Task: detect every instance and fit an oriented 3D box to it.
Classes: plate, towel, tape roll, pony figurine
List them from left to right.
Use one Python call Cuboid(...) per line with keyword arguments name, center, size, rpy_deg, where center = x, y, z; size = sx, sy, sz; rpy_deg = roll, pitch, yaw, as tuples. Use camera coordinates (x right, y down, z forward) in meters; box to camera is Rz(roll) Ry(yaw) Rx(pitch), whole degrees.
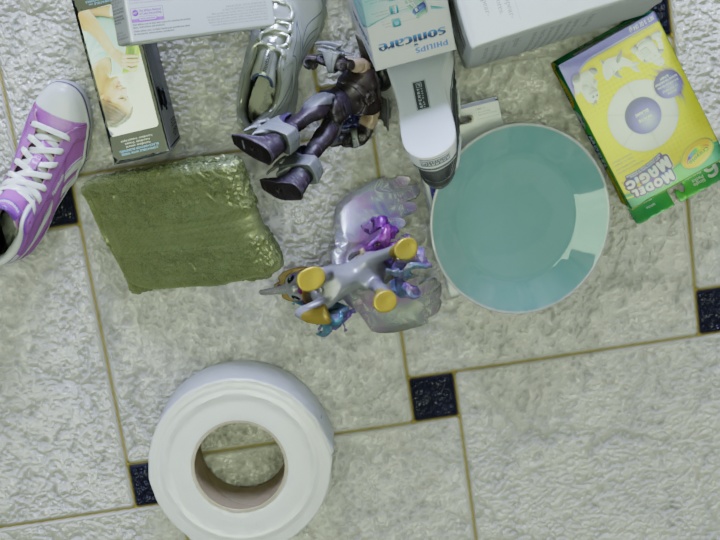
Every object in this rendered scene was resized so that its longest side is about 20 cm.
Cuboid(name="towel", center=(-0.186, -0.048, 1.321), size=(0.199, 0.037, 0.149), rpy_deg=(-7, 120, 26))
Cuboid(name="tape roll", center=(-0.129, 0.203, 1.401), size=(0.201, 0.071, 0.204), rpy_deg=(0, 102, -1))
Cuboid(name="pony figurine", center=(0.000, 0.000, 1.314), size=(0.192, 0.200, 0.168), rpy_deg=(-18, 96, -13))
Cuboid(name="plate", center=(0.165, -0.055, 1.332), size=(0.199, 0.026, 0.202), rpy_deg=(-3, 101, -13))

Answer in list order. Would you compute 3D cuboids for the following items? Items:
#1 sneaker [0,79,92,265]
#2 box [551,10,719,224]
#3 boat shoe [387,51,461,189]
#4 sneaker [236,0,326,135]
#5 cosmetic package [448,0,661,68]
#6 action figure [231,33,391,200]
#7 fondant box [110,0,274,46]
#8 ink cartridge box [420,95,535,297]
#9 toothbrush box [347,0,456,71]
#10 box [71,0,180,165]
Cuboid(name="sneaker", center=(-0.333, -0.096, 1.307), size=(0.072, 0.114, 0.202), rpy_deg=(20, 100, -4))
Cuboid(name="box", center=(0.297, -0.156, 1.340), size=(0.117, 0.048, 0.201), rpy_deg=(-29, 103, 5))
Cuboid(name="boat shoe", center=(0.070, -0.173, 1.288), size=(0.071, 0.201, 0.068), rpy_deg=(-12, 146, 7))
Cuboid(name="sneaker", center=(-0.082, -0.227, 1.295), size=(0.074, 0.087, 0.201), rpy_deg=(11, 101, 3))
Cuboid(name="cosmetic package", center=(0.174, -0.309, 1.230), size=(0.199, 0.165, 0.166), rpy_deg=(-17, 92, 2))
Cuboid(name="action figure", center=(-0.033, -0.161, 1.288), size=(0.200, 0.069, 0.131), rpy_deg=(-44, 129, -30))
Cuboid(name="fondant box", center=(-0.168, -0.320, 1.198), size=(0.143, 0.058, 0.201), rpy_deg=(-11, 102, -21))
Cuboid(name="ink cartridge box", center=(0.119, -0.080, 1.358), size=(0.099, 0.039, 0.201), rpy_deg=(-12, 104, 1))
Cuboid(name="toothbrush box", center=(0.020, -0.313, 1.201), size=(0.085, 0.147, 0.201), rpy_deg=(-15, 124, -3))
Cuboid(name="box", center=(-0.237, -0.215, 1.282), size=(0.060, 0.117, 0.201), rpy_deg=(-12, 101, -1))
